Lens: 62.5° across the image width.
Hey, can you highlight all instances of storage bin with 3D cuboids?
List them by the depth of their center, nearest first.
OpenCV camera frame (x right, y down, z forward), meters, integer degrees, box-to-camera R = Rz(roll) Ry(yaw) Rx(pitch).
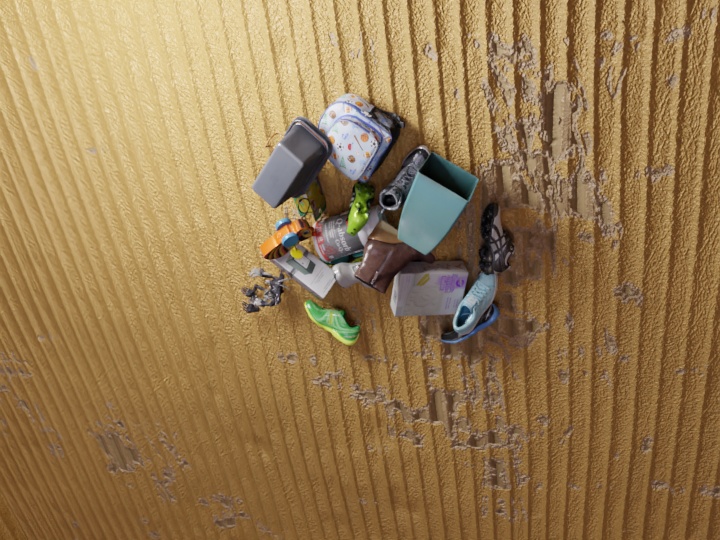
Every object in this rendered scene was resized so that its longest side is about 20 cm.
[{"bbox_3d":[-0.184,-0.260,1.454,0.145,0.135,0.200,40,125,-3],"label":"storage bin"}]

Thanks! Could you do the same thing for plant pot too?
[{"bbox_3d":[0.180,-0.153,1.477,0.139,0.142,0.203,29,126,5],"label":"plant pot"}]

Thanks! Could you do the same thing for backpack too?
[{"bbox_3d":[-0.018,-0.340,1.505,0.189,0.154,0.201,40,124,4],"label":"backpack"}]

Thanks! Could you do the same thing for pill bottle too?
[{"bbox_3d":[-0.026,-0.106,1.640,0.195,0.117,0.118,-17,112,18],"label":"pill bottle"}]

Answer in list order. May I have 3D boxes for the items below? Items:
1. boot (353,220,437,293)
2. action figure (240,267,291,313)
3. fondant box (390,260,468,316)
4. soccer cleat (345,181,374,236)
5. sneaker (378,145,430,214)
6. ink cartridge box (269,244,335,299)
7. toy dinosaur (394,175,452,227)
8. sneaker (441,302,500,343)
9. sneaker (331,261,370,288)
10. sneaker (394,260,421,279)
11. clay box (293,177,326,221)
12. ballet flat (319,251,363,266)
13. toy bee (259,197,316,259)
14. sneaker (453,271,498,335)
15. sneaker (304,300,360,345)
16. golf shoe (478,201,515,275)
[{"bbox_3d":[0.092,-0.015,1.555,0.196,0.072,0.170,26,78,-12],"label":"boot"},{"bbox_3d":[-0.297,0.062,1.796,0.101,0.122,0.198,22,145,-36],"label":"action figure"},{"bbox_3d":[0.190,0.051,1.650,0.194,0.059,0.147,-2,125,-12],"label":"fondant box"},{"bbox_3d":[-0.006,-0.168,1.555,0.066,0.202,0.082,29,124,-13],"label":"soccer cleat"},{"bbox_3d":[0.113,-0.226,1.538,0.075,0.114,0.201,36,122,1],"label":"sneaker"},{"bbox_3d":[-0.168,-0.010,1.708,0.198,0.146,0.085,38,81,-5],"label":"ink cartridge box"},{"bbox_3d":[0.174,-0.177,1.586,0.197,0.077,0.104,-24,97,30],"label":"toy dinosaur"},{"bbox_3d":[0.312,0.147,1.719,0.199,0.070,0.084,-38,80,31],"label":"sneaker"},{"bbox_3d":[0.000,0.000,1.659,0.086,0.197,0.076,-33,69,37],"label":"sneaker"},{"bbox_3d":[0.125,-0.013,1.693,0.082,0.071,0.204,38,129,31],"label":"sneaker"},{"bbox_3d":[-0.154,-0.240,1.608,0.046,0.115,0.204,-10,114,20],"label":"clay box"},{"bbox_3d":[-0.022,-0.036,1.714,0.195,0.068,0.067,-11,141,19],"label":"ballet flat"},{"bbox_3d":[-0.170,-0.092,1.581,0.197,0.108,0.135,-20,69,33],"label":"toy bee"},{"bbox_3d":[0.317,0.086,1.629,0.073,0.082,0.204,26,94,22],"label":"sneaker"},{"bbox_3d":[-0.085,0.147,1.829,0.198,0.074,0.085,35,96,-1],"label":"sneaker"},{"bbox_3d":[0.367,-0.087,1.578,0.092,0.078,0.205,-3,119,-3],"label":"golf shoe"}]
